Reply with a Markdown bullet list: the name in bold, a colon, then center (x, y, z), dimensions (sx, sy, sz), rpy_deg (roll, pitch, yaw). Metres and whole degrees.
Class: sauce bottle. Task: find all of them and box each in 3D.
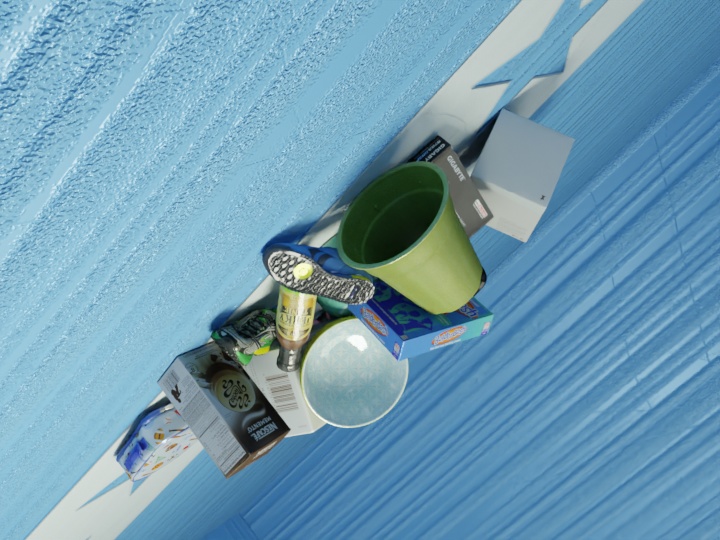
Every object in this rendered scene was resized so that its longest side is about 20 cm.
- **sauce bottle**: center (-0.108, 0.078, 1.271), dimensions (0.065, 0.064, 0.202), rpy_deg (-27, 136, -46)

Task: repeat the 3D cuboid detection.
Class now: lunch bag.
- **lunch bag**: center (-0.364, 0.306, 1.422), dimensions (0.160, 0.076, 0.200), rpy_deg (-24, 159, -47)

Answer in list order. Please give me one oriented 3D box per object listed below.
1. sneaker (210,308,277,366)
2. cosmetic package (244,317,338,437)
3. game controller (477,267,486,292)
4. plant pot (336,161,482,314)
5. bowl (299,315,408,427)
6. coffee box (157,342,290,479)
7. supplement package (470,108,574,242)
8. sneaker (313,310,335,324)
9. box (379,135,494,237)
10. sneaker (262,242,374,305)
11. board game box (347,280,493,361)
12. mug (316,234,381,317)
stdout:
- **sneaker**: center (-0.185, 0.099, 1.289), dimensions (0.085, 0.078, 0.200), rpy_deg (-51, 175, 12)
- **cosmetic package**: center (-0.123, 0.210, 1.480), dimensions (0.165, 0.169, 0.199), rpy_deg (-17, -178, 33)
- **game controller**: center (0.215, -0.020, 1.779), dimensions (0.104, 0.201, 0.042), rpy_deg (-43, 147, 20)
- **plant pot**: center (0.096, -0.031, 1.196), dimensions (0.200, 0.200, 0.190), rpy_deg (-42, 126, 3)
- **bowl**: center (-0.022, 0.167, 1.377), dimensions (0.200, 0.201, 0.108), rpy_deg (-40, -159, -4)
- **coffee box**: center (-0.226, 0.227, 1.273), dimensions (0.080, 0.200, 0.113), rpy_deg (-48, 166, 30)
- **supplement package**: center (0.298, -0.178, 1.482), dimensions (0.200, 0.151, 0.152), rpy_deg (86, 30, -74)
- **sneaker**: center (-0.017, 0.148, 1.671), dimensions (0.095, 0.199, 0.079), rpy_deg (-47, 166, -32)
- **box**: center (0.126, -0.110, 1.322), dimensions (0.159, 0.046, 0.200), rpy_deg (-41, 134, 1)
- **sneaker**: center (-0.069, -0.007, 1.183), dimensions (0.199, 0.079, 0.066), rpy_deg (19, 123, -33)
- **board game box**: center (0.101, 0.068, 1.288), dimensions (0.199, 0.152, 0.045), rpy_deg (-13, 130, -35)
- **mug**: center (-0.004, 0.001, 1.368), dimensions (0.185, 0.115, 0.152), rpy_deg (-40, 167, -5)
